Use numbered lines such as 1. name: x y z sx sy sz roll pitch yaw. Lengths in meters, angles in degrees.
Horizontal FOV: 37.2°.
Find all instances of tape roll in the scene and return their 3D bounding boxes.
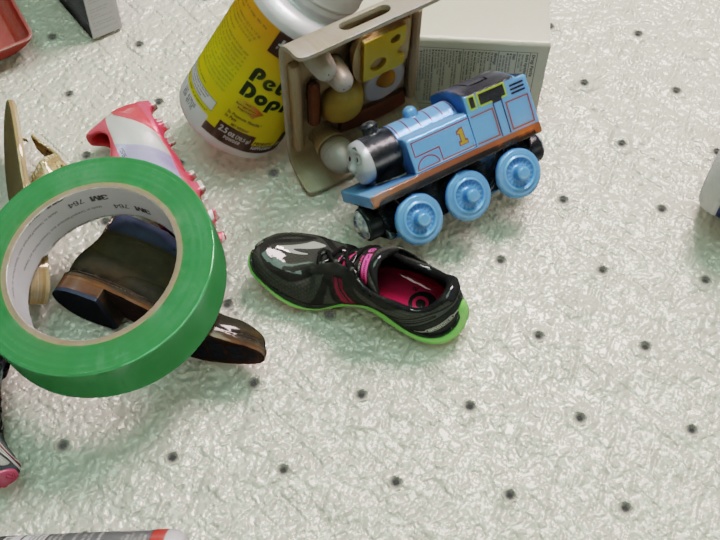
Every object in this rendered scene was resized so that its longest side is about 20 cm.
1. tape roll: -0.211 0.003 0.870 0.200 0.048 0.201 -3 62 6

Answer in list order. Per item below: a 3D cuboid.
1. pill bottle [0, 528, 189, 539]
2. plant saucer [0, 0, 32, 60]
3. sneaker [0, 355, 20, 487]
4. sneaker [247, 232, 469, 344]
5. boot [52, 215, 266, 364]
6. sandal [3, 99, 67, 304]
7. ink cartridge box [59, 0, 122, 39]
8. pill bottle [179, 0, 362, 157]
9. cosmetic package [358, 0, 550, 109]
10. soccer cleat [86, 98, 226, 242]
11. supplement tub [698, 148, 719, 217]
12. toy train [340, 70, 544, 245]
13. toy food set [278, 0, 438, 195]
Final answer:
1. pill bottle: -0.222 0.247 0.763 0.200 0.116 0.116 -3 59 -1
2. plant saucer: -0.465 -0.258 1.117 0.200 0.037 0.200 -27 61 -15
3. sneaker: -0.317 0.086 0.882 0.075 0.081 0.200 -21 61 -14
4. sneaker: 0.000 0.000 0.929 0.200 0.084 0.077 14 59 8
5. boot: -0.160 0.012 0.929 0.200 0.075 0.097 18 63 13
6. sandal: -0.284 -0.063 0.988 0.070 0.078 0.212 -1 59 -25
7. ink cartridge box: -0.322 -0.368 1.086 0.047 0.200 0.198 -32 63 -18
8. pill bottle: -0.077 -0.204 0.977 0.109 0.200 0.109 24 40 -22
9. cosmetic package: 0.080 -0.217 1.050 0.200 0.104 0.073 3 58 1
10. soccer cleat: -0.189 -0.077 0.992 0.076 0.067 0.200 -28 60 -7
11. supplement tub: 0.418 -0.082 0.942 0.200 0.144 0.144 25 62 15
12. toy train: 0.074 -0.101 0.966 0.200 0.087 0.114 -25 106 -17
13. toy food set: 0.007 -0.156 0.956 0.143 0.200 0.060 -28 66 -15
